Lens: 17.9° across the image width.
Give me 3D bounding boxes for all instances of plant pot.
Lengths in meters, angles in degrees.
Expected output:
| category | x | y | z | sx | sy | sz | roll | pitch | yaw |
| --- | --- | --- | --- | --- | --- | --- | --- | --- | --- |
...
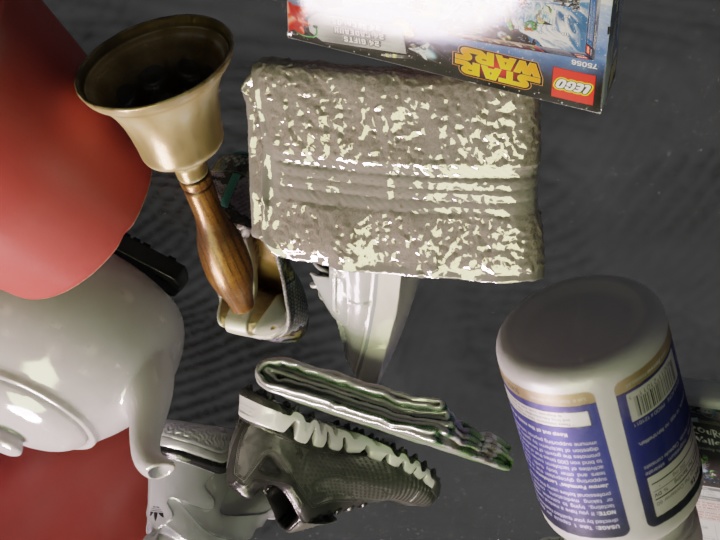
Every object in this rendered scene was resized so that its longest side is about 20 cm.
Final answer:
| category | x | y | z | sx | sy | sz | roll | pitch | yaw |
| --- | --- | --- | --- | --- | --- | --- | --- | --- | --- |
| plant pot | -0.243 | -0.085 | 1.483 | 0.199 | 0.202 | 0.177 | -10 | 143 | 38 |
| plant pot | -0.221 | 0.198 | 1.795 | 0.199 | 0.178 | 0.201 | 30 | 159 | 13 |

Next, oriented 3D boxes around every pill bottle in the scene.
| category | x | y | z | sx | sy | sz | roll | pitch | yaw |
| --- | --- | --- | --- | --- | --- | --- | --- | --- | --- |
| pill bottle | 0.166 | 0.114 | 1.532 | 0.115 | 0.116 | 0.201 | 1 | 126 | 27 |

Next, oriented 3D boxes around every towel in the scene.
| category | x | y | z | sx | sy | sz | roll | pitch | yaw |
| --- | --- | --- | --- | --- | --- | --- | --- | --- | --- |
| towel | 0.022 | 0.100 | 1.628 | 0.148 | 0.031 | 0.200 | 17 | 175 | 20 |
| towel | 0.019 | -0.064 | 1.436 | 0.198 | 0.034 | 0.134 | 5 | 110 | 22 |

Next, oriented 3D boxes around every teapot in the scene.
| category | x | y | z | sx | sy | sz | roll | pitch | yaw |
| --- | --- | --- | --- | --- | --- | --- | --- | --- | --- |
| teapot | -0.236 | 0.066 | 1.673 | 0.197 | 0.147 | 0.200 | 34 | 157 | -22 |

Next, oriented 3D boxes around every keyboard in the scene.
| category | x | y | z | sx | sy | sz | roll | pitch | yaw |
| --- | --- | --- | --- | --- | --- | --- | --- | --- | --- |
| keyboard | -0.207 | -0.047 | 1.647 | 0.199 | 0.040 | 0.104 | 27 | 168 | -7 |

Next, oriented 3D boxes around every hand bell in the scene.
| category | x | y | z | sx | sy | sz | roll | pitch | yaw |
| --- | --- | --- | --- | --- | --- | --- | --- | --- | --- |
| hand bell | -0.105 | -0.053 | 1.479 | 0.103 | 0.104 | 0.201 | 3 | 131 | 25 |

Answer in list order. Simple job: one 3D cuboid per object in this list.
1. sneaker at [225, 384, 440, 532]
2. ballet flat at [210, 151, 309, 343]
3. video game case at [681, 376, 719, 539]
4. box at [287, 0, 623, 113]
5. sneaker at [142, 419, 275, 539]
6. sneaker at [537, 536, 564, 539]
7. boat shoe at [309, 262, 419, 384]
| category | x | y | z | sx | sy | sz | roll | pitch | yaw |
| --- | --- | --- | --- | --- | --- | --- | --- | --- | --- |
| sneaker | -0.026 | 0.157 | 1.713 | 0.199 | 0.091 | 0.066 | 24 | 177 | -38 |
| ballet flat | -0.081 | 0.004 | 1.600 | 0.071 | 0.072 | 0.201 | 11 | 143 | 16 |
| video game case | 0.230 | 0.137 | 1.641 | 0.198 | 0.023 | 0.182 | 7 | 142 | 23 |
| box | 0.054 | -0.171 | 1.321 | 0.198 | 0.040 | 0.137 | 15 | 143 | 11 |
| sneaker | -0.090 | 0.183 | 1.750 | 0.199 | 0.116 | 0.075 | 16 | 172 | -43 |
| sneaker | 0.213 | 0.272 | 1.795 | 0.199 | 0.076 | 0.105 | 27 | 157 | 7 |
| boat shoe | 0.000 | 0.000 | 1.548 | 0.068 | 0.072 | 0.201 | 18 | 145 | 11 |
